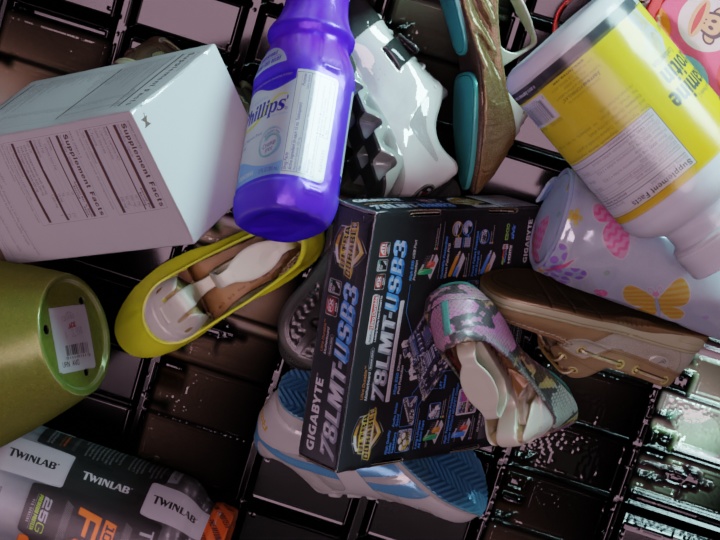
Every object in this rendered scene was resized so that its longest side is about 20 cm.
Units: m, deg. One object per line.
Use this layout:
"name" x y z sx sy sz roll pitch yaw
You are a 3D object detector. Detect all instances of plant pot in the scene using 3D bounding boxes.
"plant pot" -0.299 0.065 1.266 0.200 0.187 0.187 -11 99 24

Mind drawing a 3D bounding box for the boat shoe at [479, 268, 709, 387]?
"boat shoe" 0.175 0.050 1.276 0.200 0.074 0.066 14 113 -21

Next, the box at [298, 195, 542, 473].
"box" 0.050 0.044 1.256 0.050 0.198 0.200 19 106 43

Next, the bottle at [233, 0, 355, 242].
"bottle" -0.043 -0.124 1.199 0.065 0.084 0.200 19 69 -28

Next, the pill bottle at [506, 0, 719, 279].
"pill bottle" 0.205 -0.095 1.174 0.112 0.112 0.200 -40 94 11

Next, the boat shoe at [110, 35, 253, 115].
"boat shoe" -0.101 -0.119 1.293 0.202 0.075 0.075 35 59 4

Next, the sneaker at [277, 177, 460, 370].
"sneaker" 0.000 0.000 1.314 0.076 0.114 0.200 37 74 -2

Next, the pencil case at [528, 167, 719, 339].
"pencil case" 0.230 -0.011 1.261 0.200 0.091 0.083 18 146 -9

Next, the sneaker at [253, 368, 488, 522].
"sneaker" 0.011 0.151 1.339 0.200 0.077 0.081 28 132 -8

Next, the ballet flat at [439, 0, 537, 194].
"ballet flat" 0.103 -0.162 1.281 0.072 0.068 0.200 -9 95 -12

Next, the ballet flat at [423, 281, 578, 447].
"ballet flat" 0.104 0.087 1.236 0.069 0.071 0.200 -15 139 25

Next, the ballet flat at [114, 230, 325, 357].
"ballet flat" -0.119 0.011 1.324 0.200 0.067 0.067 -30 96 10

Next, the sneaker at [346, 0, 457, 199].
"sneaker" 0.018 -0.149 1.285 0.088 0.074 0.200 -12 79 -26

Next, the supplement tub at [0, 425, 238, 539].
"supplement tub" -0.208 0.207 1.339 0.200 0.123 0.123 18 101 2

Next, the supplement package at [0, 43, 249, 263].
"supplement package" -0.189 -0.084 1.238 0.200 0.114 0.110 -5 120 38

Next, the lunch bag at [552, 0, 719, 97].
"lunch bag" 0.232 -0.165 1.256 0.176 0.082 0.200 26 103 5
